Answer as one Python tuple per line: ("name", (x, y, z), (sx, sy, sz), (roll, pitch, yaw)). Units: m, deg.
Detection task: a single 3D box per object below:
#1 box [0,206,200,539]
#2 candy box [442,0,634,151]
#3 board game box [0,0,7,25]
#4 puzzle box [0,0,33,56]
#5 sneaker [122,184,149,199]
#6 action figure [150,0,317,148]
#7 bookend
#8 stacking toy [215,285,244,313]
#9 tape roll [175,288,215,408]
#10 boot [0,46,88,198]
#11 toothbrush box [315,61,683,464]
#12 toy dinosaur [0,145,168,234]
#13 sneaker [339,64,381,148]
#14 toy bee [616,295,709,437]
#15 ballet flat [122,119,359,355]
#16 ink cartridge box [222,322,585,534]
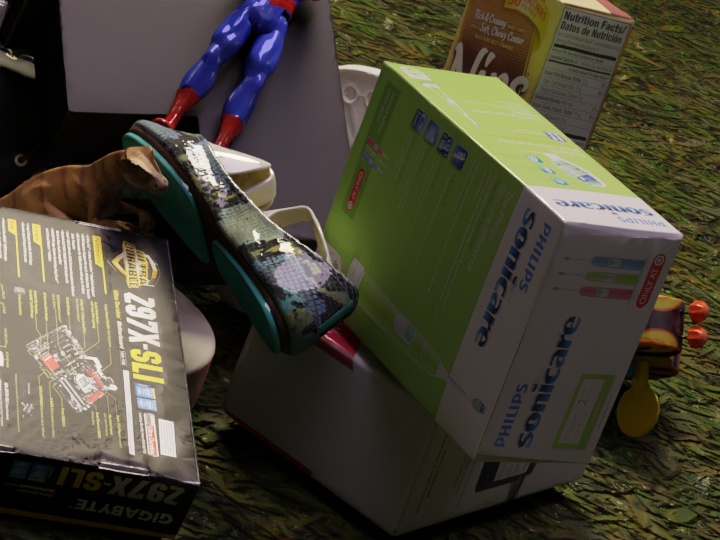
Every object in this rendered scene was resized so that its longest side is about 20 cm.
("box", (-0.176, 0.047, 1.295), (0.159, 0.049, 0.200), (12, 38, -22))
("candy box", (0.088, -0.084, 1.463), (0.055, 0.200, 0.115), (9, 20, -27))
("board game box", (-0.348, -0.148, 1.592), (0.200, 0.126, 0.035), (12, 21, -24))
("puzzle box", (-0.240, -0.170, 1.690), (0.133, 0.200, 0.025), (10, 58, -25))
("sneaker", (-0.157, -0.077, 1.698), (0.200, 0.082, 0.074), (42, 14, -12))
("action figure", (-0.054, -0.158, 1.459), (0.065, 0.099, 0.200), (31, 58, -8))
("bookend", (-0.114, -0.077, 1.507), (0.198, 0.092, 0.200), (0, 68, -22))
("stacking toy", (0.000, 0.000, 1.609), (0.200, 0.146, 0.146), (-3, 25, -11))
("tape roll", (-0.185, 0.030, 1.428), (0.202, 0.037, 0.203), (19, 19, -7))
("boot", (-0.213, -0.132, 1.582), (0.154, 0.073, 0.204), (37, 60, -12))
("toothbrush box", (0.068, -0.006, 1.328), (0.086, 0.146, 0.200), (5, 25, -33))
("toy dinosaur", (-0.187, -0.034, 1.426), (0.200, 0.106, 0.060), (-14, 32, 25))
("sneaker", (0.006, -0.124, 1.903), (0.200, 0.081, 0.146), (8, 8, 30))
("toy bee", (0.188, 0.048, 1.621), (0.108, 0.131, 0.200), (1, 9, 24))
("ballet flat", (-0.065, -0.027, 1.381), (0.074, 0.074, 0.200), (2, 38, -42))
("ink cartridge box", (0.041, 0.073, 1.448), (0.145, 0.084, 0.200), (32, 24, 30))
